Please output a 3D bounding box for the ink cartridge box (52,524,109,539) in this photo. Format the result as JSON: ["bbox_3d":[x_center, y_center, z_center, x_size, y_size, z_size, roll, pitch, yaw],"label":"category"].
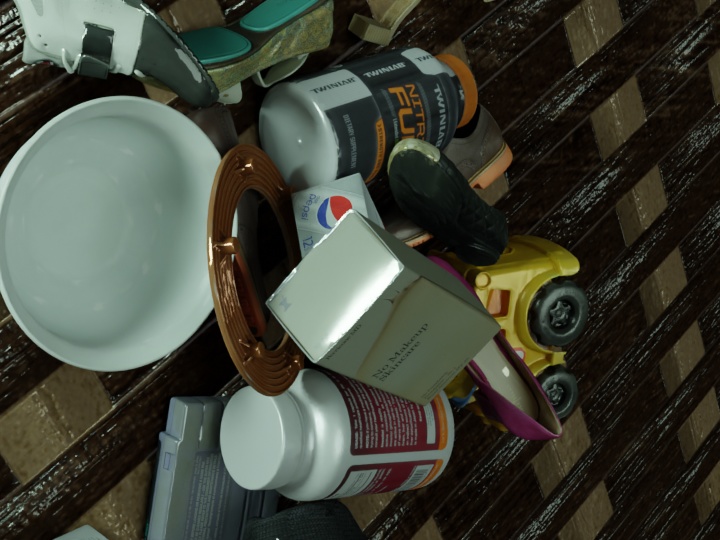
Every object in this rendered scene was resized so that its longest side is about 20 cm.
[{"bbox_3d":[-0.255,0.332,0.879,0.175,0.084,0.202,-18,111,-39],"label":"ink cartridge box"}]

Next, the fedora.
[{"bbox_3d":[-0.045,0.256,0.991,0.200,0.200,0.092,11,59,-44],"label":"fedora"}]

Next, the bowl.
[{"bbox_3d":[-0.197,-0.032,0.845,0.200,0.090,0.203,-12,108,-40],"label":"bowl"}]

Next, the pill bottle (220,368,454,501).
[{"bbox_3d":[-0.019,0.142,0.994,0.199,0.113,0.114,5,96,-44],"label":"pill bottle"}]

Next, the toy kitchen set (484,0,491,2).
[{"bbox_3d":[0.187,-0.396,1.082,0.164,0.198,0.181,-83,156,-58],"label":"toy kitchen set"}]

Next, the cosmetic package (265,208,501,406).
[{"bbox_3d":[0.025,0.036,0.913,0.104,0.073,0.200,-47,150,9],"label":"cosmetic package"}]

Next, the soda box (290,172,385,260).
[{"bbox_3d":[0.000,0.000,0.992,0.200,0.063,0.069,62,14,-58],"label":"soda box"}]

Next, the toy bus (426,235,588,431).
[{"bbox_3d":[0.118,0.073,1.148,0.191,0.135,0.202,-5,106,-29],"label":"toy bus"}]

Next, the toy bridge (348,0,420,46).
[{"bbox_3d":[0.056,-0.300,1.019,0.067,0.027,0.201,6,115,-44],"label":"toy bridge"}]

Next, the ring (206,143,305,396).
[{"bbox_3d":[-0.072,-0.001,0.898,0.200,0.019,0.202,-8,90,-73],"label":"ring"}]

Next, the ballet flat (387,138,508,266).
[{"bbox_3d":[0.078,-0.066,1.019,0.200,0.066,0.057,43,47,-52],"label":"ballet flat"}]

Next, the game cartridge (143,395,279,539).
[{"bbox_3d":[-0.130,0.211,1.005,0.129,0.038,0.202,6,96,-40],"label":"game cartridge"}]

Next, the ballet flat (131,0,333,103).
[{"bbox_3d":[-0.097,-0.175,0.927,0.199,0.070,0.071,-34,121,-33],"label":"ballet flat"}]

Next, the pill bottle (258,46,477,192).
[{"bbox_3d":[0.015,-0.139,1.008,0.199,0.106,0.107,-24,116,-37],"label":"pill bottle"}]

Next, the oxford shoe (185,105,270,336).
[{"bbox_3d":[-0.104,-0.040,0.946,0.072,0.071,0.201,-35,121,-38],"label":"oxford shoe"}]

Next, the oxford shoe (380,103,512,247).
[{"bbox_3d":[0.066,-0.088,1.096,0.200,0.071,0.073,-44,121,-31],"label":"oxford shoe"}]

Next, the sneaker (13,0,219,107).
[{"bbox_3d":[-0.195,-0.169,0.812,0.200,0.074,0.089,38,87,-12],"label":"sneaker"}]

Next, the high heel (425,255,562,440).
[{"bbox_3d":[0.118,0.073,1.033,0.067,0.096,0.201,-35,114,-25],"label":"high heel"}]
